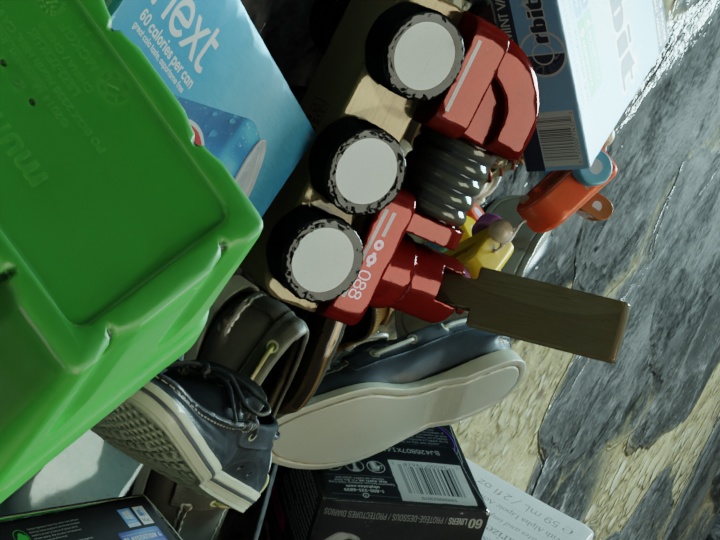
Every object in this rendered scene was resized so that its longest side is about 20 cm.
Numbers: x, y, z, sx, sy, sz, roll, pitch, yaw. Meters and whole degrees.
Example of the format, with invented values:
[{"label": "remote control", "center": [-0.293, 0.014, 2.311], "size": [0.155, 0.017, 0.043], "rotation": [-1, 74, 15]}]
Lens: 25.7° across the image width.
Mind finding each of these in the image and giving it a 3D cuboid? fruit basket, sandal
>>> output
[{"label": "fruit basket", "center": [-0.150, -0.029, 0.541], "size": [0.155, 0.215, 0.216], "rotation": [-41, 149, -41]}, {"label": "sandal", "center": [0.000, 0.000, 0.968], "size": [0.054, 0.082, 0.200], "rotation": [28, 81, -23]}]

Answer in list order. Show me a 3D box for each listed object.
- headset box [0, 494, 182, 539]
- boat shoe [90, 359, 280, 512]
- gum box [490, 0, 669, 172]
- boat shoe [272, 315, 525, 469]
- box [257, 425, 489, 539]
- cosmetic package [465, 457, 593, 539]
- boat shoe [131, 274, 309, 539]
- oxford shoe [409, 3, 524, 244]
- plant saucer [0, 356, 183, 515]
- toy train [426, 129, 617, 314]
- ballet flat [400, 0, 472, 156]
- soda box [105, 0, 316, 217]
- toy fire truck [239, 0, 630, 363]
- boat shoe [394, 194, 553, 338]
[{"label": "headset box", "center": [-0.180, 0.213, 0.733], "size": [0.200, 0.093, 0.174], "rotation": [-51, 156, 20]}, {"label": "boat shoe", "center": [-0.085, 0.073, 0.788], "size": [0.062, 0.074, 0.200], "rotation": [-63, 162, -11]}, {"label": "gum box", "center": [0.136, -0.181, 0.979], "size": [0.200, 0.044, 0.170], "rotation": [-52, 133, -52]}, {"label": "boat shoe", "center": [0.015, 0.073, 1.038], "size": [0.200, 0.062, 0.075], "rotation": [-17, 142, -25]}, {"label": "box", "center": [-0.004, 0.210, 1.100], "size": [0.122, 0.106, 0.200], "rotation": [7, 118, -17]}, {"label": "cosmetic package", "center": [0.064, 0.285, 1.315], "size": [0.200, 0.165, 0.165], "rotation": [-36, 146, -48]}, {"label": "boat shoe", "center": [-0.084, 0.104, 0.934], "size": [0.072, 0.060, 0.202], "rotation": [-21, 133, -58]}, {"label": "oxford shoe", "center": [0.074, -0.082, 1.041], "size": [0.200, 0.075, 0.070], "rotation": [-61, 158, -3]}, {"label": "plant saucer", "center": [-0.162, 0.073, 0.764], "size": [0.201, 0.039, 0.201], "rotation": [-47, 152, -34]}, {"label": "toy train", "center": [0.098, -0.023, 1.044], "size": [0.150, 0.056, 0.200], "rotation": [-43, -170, -15]}, {"label": "ballet flat", "center": [0.010, -0.094, 0.909], "size": [0.200, 0.064, 0.067], "rotation": [-65, 158, 7]}, {"label": "soda box", "center": [-0.086, -0.091, 0.710], "size": [0.068, 0.064, 0.200], "rotation": [-57, 156, -12]}, {"label": "toy fire truck", "center": [0.054, -0.040, 0.854], "size": [0.200, 0.129, 0.176], "rotation": [23, 97, -32]}, {"label": "boat shoe", "center": [0.088, 0.017, 1.190], "size": [0.200, 0.072, 0.063], "rotation": [-46, 150, -44]}]
